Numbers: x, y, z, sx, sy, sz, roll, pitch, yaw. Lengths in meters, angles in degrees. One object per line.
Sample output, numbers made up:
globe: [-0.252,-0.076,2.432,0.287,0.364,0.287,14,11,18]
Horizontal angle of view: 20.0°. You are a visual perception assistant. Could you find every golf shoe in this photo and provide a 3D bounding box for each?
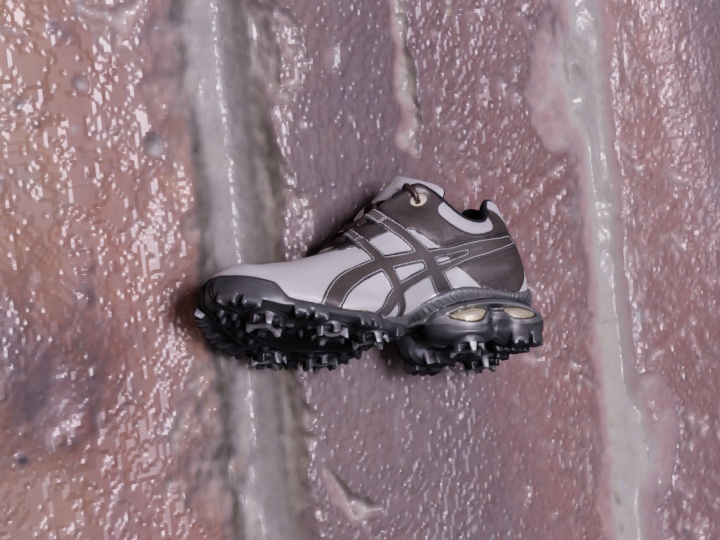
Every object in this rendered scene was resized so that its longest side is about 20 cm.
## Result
golf shoe: [0.000,0.000,1.007,0.199,0.078,0.095,5,72,-40]
